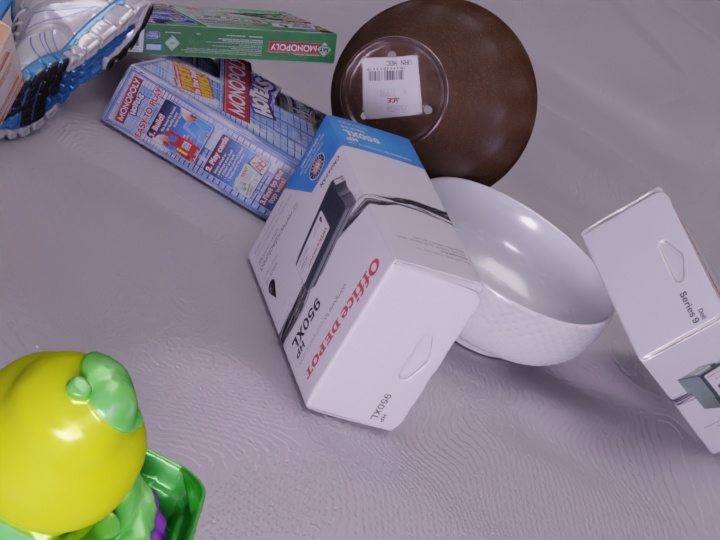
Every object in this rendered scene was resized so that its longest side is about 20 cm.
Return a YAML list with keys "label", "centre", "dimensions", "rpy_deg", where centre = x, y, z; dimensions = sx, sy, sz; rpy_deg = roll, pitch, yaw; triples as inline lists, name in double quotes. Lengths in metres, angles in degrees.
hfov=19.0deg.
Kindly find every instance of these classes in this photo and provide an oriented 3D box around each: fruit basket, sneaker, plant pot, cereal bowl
- label: "fruit basket"
  centre: [-0.176, 0.102, 1.182]
  dimensions: [0.215, 0.216, 0.156]
  rpy_deg: [28, 25, -9]
- label: "sneaker"
  centre: [-0.256, -0.178, 1.711]
  dimensions: [0.087, 0.075, 0.200]
  rpy_deg: [36, 45, 8]
- label: "plant pot"
  centre: [0.048, -0.152, 1.867]
  dimensions: [0.187, 0.187, 0.200]
  rpy_deg: [36, 9, 9]
- label: "cereal bowl"
  centre: [0.112, 0.013, 1.821]
  dimensions: [0.199, 0.084, 0.200]
  rpy_deg: [26, 26, -13]

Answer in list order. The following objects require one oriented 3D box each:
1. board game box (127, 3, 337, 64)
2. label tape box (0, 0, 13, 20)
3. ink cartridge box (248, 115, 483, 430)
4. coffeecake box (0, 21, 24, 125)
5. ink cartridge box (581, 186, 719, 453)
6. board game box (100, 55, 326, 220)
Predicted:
- label: "board game box"
  centre: [-0.136, -0.209, 1.878]
  dimensions: [0.199, 0.029, 0.135]
  rpy_deg: [1, 13, -22]
- label: "label tape box"
  centre: [-0.377, -0.239, 1.700]
  dimensions: [0.200, 0.066, 0.143]
  rpy_deg: [35, 24, -12]
- label: "ink cartridge box"
  centre: [0.000, 0.000, 1.639]
  dimensions: [0.084, 0.145, 0.200]
  rpy_deg: [16, 29, -28]
- label: "coffeecake box"
  centre: [-0.323, -0.158, 1.519]
  dimensions: [0.153, 0.073, 0.200]
  rpy_deg: [28, -7, -3]
- label: "ink cartridge box"
  centre: [0.277, 0.044, 1.836]
  dimensions: [0.200, 0.084, 0.146]
  rpy_deg: [47, 17, -51]
- label: "board game box"
  centre: [-0.117, -0.132, 1.844]
  dimensions: [0.199, 0.062, 0.200]
  rpy_deg: [26, 26, -17]
